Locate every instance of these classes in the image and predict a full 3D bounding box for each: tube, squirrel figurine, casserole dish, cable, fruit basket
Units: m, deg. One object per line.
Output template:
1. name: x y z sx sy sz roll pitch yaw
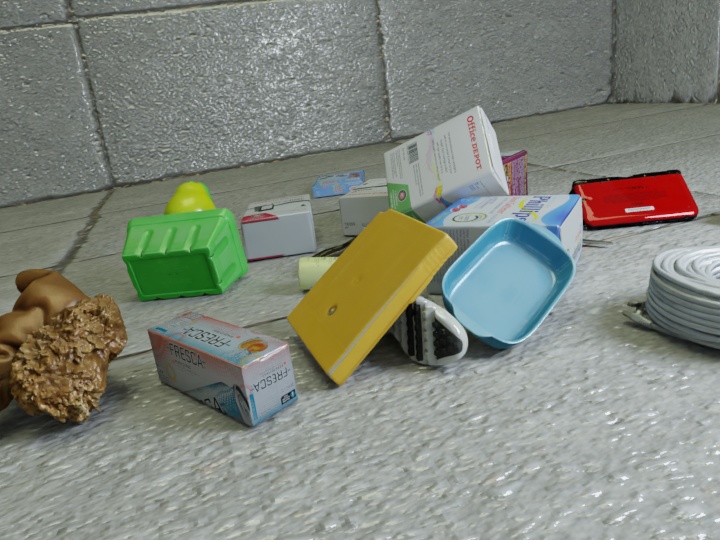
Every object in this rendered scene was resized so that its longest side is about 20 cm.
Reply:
1. tube: 0.000 0.000 0.947 0.195 0.052 0.059 -2 58 3
2. squirrel figurine: -0.365 0.100 0.653 0.196 0.145 0.187 -1 25 28
3. casserole dish: 0.175 0.016 0.714 0.120 0.039 0.199 37 55 18
4. cable: 0.418 0.024 0.646 0.196 0.071 0.199 -14 19 -19
5. fruit basket: -0.306 -0.056 1.063 0.210 0.158 0.217 -7 32 5

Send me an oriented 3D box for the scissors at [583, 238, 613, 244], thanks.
1. scissors: 0.329 -0.052 1.022 0.072 0.014 0.199 -15 20 -28

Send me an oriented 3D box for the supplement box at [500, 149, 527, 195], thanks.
1. supplement box: 0.248 -0.154 1.173 0.102 0.134 0.198 6 22 38

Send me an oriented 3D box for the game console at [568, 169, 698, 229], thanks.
1. game console: 0.504 -0.117 1.135 0.195 0.120 0.175 -6 49 8

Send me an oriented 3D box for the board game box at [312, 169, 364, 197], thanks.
1. board game box: -0.063 -0.267 1.816 0.147 0.037 0.200 -7 17 5

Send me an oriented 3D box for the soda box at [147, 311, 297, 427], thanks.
1. soda box: -0.158 0.102 0.658 0.197 0.070 0.063 9 24 44

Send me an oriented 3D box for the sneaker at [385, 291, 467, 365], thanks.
1. sneaker: 0.068 0.055 0.714 0.079 0.077 0.199 -7 15 -29

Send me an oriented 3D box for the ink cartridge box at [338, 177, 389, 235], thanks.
1. ink cartridge box: 0.055 -0.145 1.307 0.141 0.086 0.200 -1 19 22

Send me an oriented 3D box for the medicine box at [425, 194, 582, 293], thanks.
1. medicine box: 0.215 -0.041 0.884 0.196 0.105 0.182 1 20 29

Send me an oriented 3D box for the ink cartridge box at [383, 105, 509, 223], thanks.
1. ink cartridge box: 0.147 -0.171 1.047 0.197 0.148 0.084 -22 -33 27

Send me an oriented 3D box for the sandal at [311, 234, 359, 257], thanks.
1. sandal: -0.002 -0.027 1.033 0.196 0.056 0.082 -24 12 0

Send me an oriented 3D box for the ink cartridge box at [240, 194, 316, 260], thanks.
1. ink cartridge box: -0.168 -0.095 1.248 0.142 0.085 0.200 -9 18 -3

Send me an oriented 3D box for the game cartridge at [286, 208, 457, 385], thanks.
1. game cartridge: 0.006 0.020 0.715 0.200 0.032 0.176 -47 27 -3
